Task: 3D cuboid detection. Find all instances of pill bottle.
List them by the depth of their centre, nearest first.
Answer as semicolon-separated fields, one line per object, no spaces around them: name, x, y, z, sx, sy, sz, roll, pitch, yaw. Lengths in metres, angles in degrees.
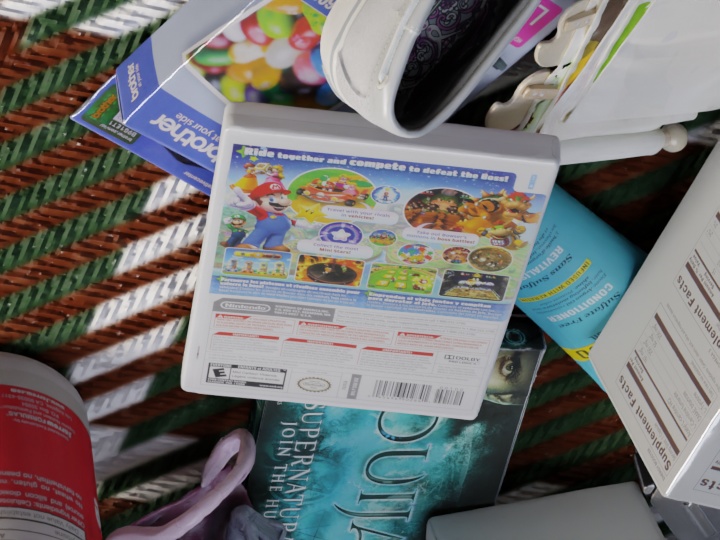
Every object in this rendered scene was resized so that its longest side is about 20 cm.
pill bottle;-0.172;0.145;1.278;0.112;0.201;0.113;-6;139;-6

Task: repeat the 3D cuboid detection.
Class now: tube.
tube;0.099;0.001;1.305;0.077;0.051;0.200;-26;141;25

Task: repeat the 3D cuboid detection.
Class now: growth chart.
growth chart;0.137;-0.107;1.181;0.144;0.018;0.200;0;141;-40

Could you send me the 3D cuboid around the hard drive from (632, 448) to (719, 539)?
hard drive;0.258;0.100;1.455;0.199;0.038;0.140;-23;137;14

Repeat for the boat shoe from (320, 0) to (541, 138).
boat shoe;0.061;-0.138;1.079;0.200;0.069;0.072;-48;128;5

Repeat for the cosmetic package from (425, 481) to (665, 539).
cosmetic package;0.112;0.252;1.415;0.122;0.200;0.200;-10;133;-14

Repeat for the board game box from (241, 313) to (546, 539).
board game box;0.007;0.096;1.397;0.135;0.028;0.200;0;137;-12

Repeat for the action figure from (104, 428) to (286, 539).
action figure;-0.142;0.166;1.369;0.199;0.134;0.149;2;121;21

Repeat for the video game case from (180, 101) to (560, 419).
video game case;0.000;0.000;1.233;0.142;0.018;0.200;6;144;-6

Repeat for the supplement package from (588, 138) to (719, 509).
supplement package;0.208;0.005;1.253;0.113;0.110;0.200;16;119;-27

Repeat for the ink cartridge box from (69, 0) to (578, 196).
ink cartridge box;-0.016;-0.089;1.179;0.119;0.042;0.200;29;126;-36
